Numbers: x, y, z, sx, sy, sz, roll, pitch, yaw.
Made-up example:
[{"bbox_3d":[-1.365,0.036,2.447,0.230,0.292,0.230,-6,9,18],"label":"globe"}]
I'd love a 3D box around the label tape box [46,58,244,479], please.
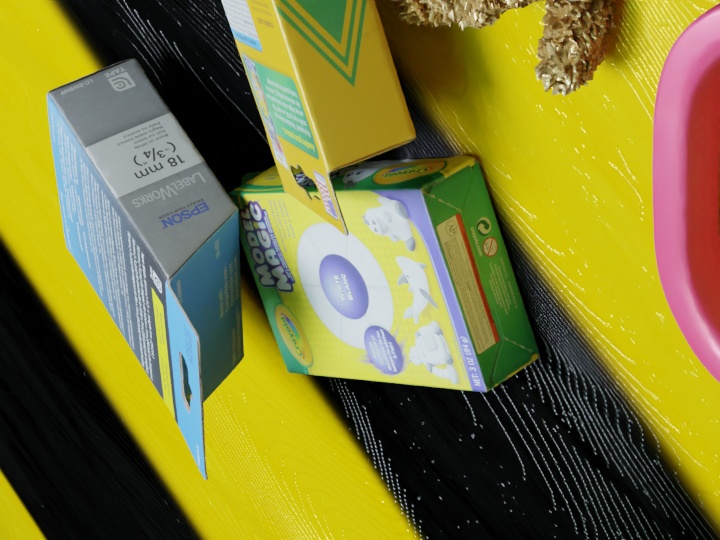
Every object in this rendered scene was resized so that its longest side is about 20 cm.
[{"bbox_3d":[-0.110,-0.002,1.134,0.200,0.063,0.145,54,158,31],"label":"label tape box"}]

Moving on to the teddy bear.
[{"bbox_3d":[0.060,-0.147,0.855,0.199,0.067,0.146,27,137,40],"label":"teddy bear"}]

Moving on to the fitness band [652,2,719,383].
[{"bbox_3d":[0.186,-0.024,0.817,0.143,0.037,0.201,28,134,42],"label":"fitness band"}]

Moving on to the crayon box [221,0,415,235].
[{"bbox_3d":[-0.032,-0.129,0.962,0.126,0.051,0.201,-143,33,-69],"label":"crayon box"}]

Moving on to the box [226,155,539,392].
[{"bbox_3d":[0.000,0.000,1.062,0.199,0.048,0.118,2,116,53],"label":"box"}]
